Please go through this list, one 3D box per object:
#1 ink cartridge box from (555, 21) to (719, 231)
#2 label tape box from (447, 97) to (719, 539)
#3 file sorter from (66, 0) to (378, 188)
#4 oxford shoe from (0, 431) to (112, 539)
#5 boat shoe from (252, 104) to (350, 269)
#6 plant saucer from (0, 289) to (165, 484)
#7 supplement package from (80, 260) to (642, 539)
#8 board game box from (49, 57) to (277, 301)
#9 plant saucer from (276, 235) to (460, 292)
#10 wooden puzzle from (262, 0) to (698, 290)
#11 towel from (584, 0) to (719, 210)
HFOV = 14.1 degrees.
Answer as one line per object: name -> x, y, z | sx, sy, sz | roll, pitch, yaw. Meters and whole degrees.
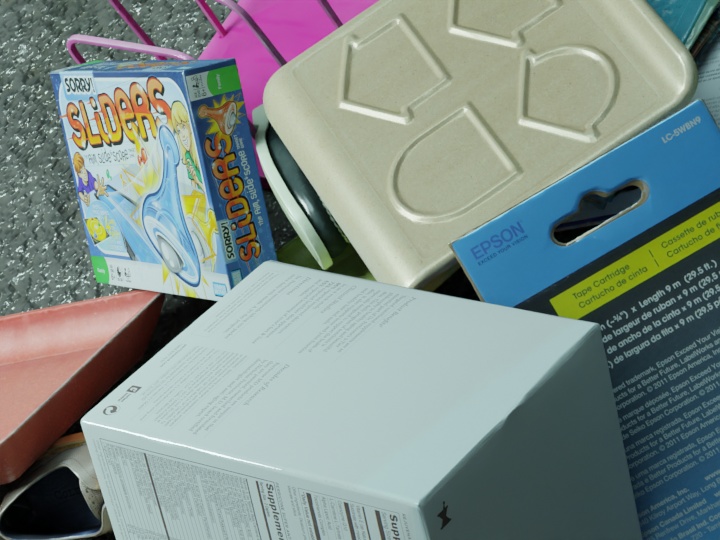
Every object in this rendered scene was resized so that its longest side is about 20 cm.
ink cartridge box -> 0.177, -0.093, 1.601 | 0.196, 0.043, 0.200 | -10, 48, 51
label tape box -> 0.154, 0.034, 1.414 | 0.144, 0.200, 0.063 | -30, 4, 9
file sorter -> -0.068, -0.173, 1.823 | 0.139, 0.125, 0.200 | 13, 61, 42
oxford shoe -> -0.114, 0.114, 1.616 | 0.200, 0.071, 0.073 | -23, 9, 30
boat shoe -> -0.017, -0.061, 1.663 | 0.066, 0.075, 0.199 | -27, 16, 4
plant saucer -> -0.231, 0.082, 1.721 | 0.199, 0.037, 0.200 | -11, 20, 32
supplement package -> 0.004, 0.109, 1.376 | 0.200, 0.151, 0.152 | 11, 38, 36
board game box -> -0.116, -0.055, 1.704 | 0.034, 0.136, 0.200 | -16, 10, -26
plant saucer -> 0.000, 0.000, 1.637 | 0.200, 0.031, 0.200 | -31, 15, 9
wooden puzzle -> 0.064, -0.090, 1.561 | 0.200, 0.046, 0.185 | -37, 48, 4
towel -> 0.091, -0.120, 1.610 | 0.200, 0.022, 0.147 | 20, 70, 36
